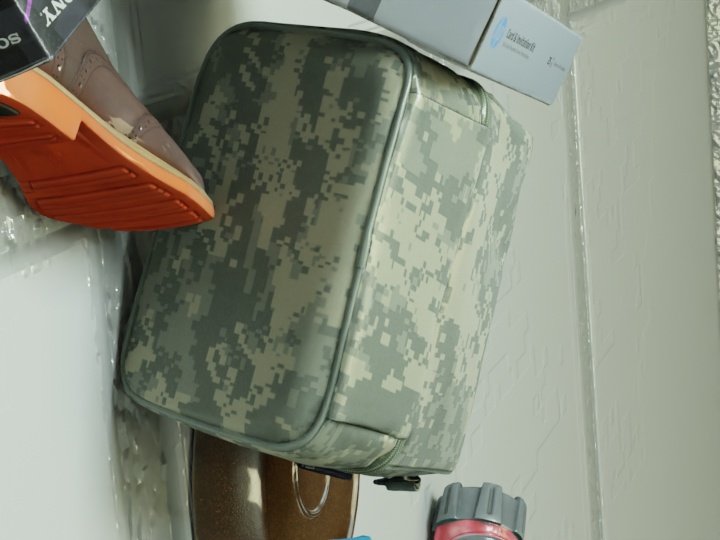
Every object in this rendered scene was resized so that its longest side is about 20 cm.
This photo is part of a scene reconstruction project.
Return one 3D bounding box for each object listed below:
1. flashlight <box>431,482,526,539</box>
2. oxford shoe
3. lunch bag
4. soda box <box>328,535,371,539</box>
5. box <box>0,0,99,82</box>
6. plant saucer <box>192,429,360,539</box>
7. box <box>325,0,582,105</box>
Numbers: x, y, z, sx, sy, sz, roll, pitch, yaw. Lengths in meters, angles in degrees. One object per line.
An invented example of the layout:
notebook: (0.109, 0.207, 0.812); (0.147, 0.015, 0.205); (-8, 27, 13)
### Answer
flashlight: (0.072, 0.248, 1.243); (0.068, 0.068, 0.201); (64, 30, -53)
oxford shoe: (-0.111, -0.067, 0.721); (0.200, 0.071, 0.073); (42, 45, -64)
lunch bag: (0.000, 0.000, 0.848); (0.167, 0.139, 0.201); (18, 85, -50)
soda box: (-0.004, 0.231, 0.853); (0.064, 0.068, 0.201); (9, 58, -62)
box: (-0.140, -0.183, 0.621); (0.200, 0.036, 0.143); (63, 29, -26)
plant saucer: (-0.038, 0.107, 0.984); (0.200, 0.032, 0.201); (-2, 90, -71)
box: (-0.007, -0.141, 0.837); (0.041, 0.199, 0.156); (-66, 162, 7)
